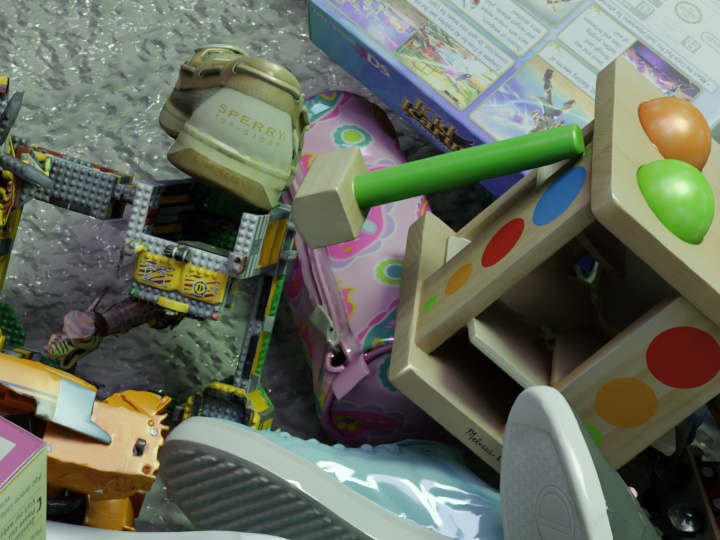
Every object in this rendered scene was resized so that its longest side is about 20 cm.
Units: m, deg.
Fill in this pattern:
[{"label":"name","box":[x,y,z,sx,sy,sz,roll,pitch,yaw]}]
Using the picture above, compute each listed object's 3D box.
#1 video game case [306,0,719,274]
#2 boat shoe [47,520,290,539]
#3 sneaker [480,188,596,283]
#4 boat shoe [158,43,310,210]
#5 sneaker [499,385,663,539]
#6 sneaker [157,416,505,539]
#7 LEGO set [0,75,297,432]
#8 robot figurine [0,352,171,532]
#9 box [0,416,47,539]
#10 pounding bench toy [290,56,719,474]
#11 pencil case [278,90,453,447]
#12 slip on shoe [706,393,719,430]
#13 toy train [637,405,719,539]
[{"label":"video game case","box":[0.104,-0.124,1.239,0.200,0.046,0.181,41,68,19]},{"label":"boat shoe","box":[-0.094,0.151,1.055,0.198,0.070,0.067,8,58,-3]},{"label":"sneaker","box":[0.100,-0.031,1.286,0.079,0.078,0.200,2,36,24]},{"label":"boat shoe","box":[-0.054,-0.078,1.149,0.073,0.063,0.201,26,9,-4]},{"label":"sneaker","box":[0.131,0.138,1.049,0.099,0.071,0.201,-14,78,-29]},{"label":"sneaker","box":[0.006,0.109,1.112,0.199,0.074,0.082,26,43,1]},{"label":"LEGO set","box":[-0.120,0.012,1.120,0.199,0.155,0.116,24,7,8]},{"label":"robot figurine","box":[-0.188,0.071,1.073,0.198,0.145,0.059,17,58,-6]},{"label":"box","box":[-0.220,0.123,0.963,0.175,0.201,0.097,26,46,19]},{"label":"pounding bench toy","box":[0.087,-0.016,1.085,0.200,0.156,0.125,39,30,-19]},{"label":"pencil case","box":[0.000,0.000,1.211,0.087,0.088,0.201,-4,44,-13]},{"label":"slip on shoe","box":[0.199,0.116,1.110,0.060,0.076,0.202,-14,71,6]},{"label":"toy train","box":[0.160,0.110,1.158,0.045,0.034,0.201,0,45,-14]}]
